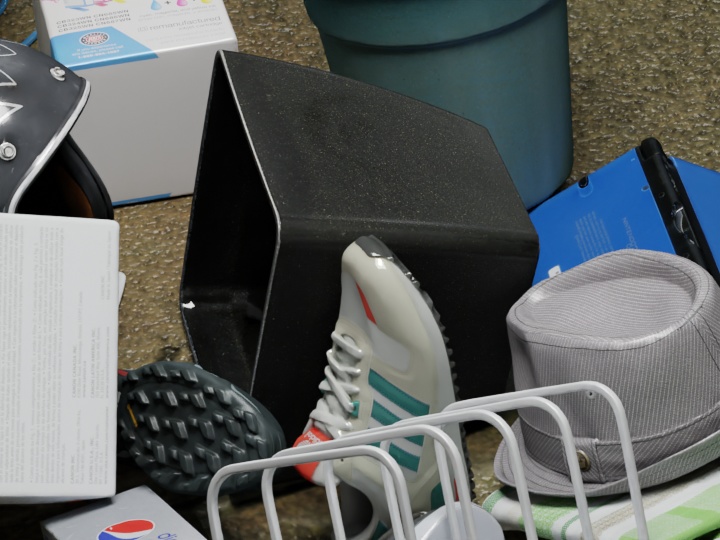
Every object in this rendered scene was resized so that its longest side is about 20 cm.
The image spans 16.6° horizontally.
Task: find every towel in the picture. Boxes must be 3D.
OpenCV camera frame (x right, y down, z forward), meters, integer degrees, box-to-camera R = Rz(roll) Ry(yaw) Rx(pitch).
[{"bbox_3d":[0.173,0.126,1.393,0.149,0.031,0.200,-25,13,-22],"label":"towel"}]

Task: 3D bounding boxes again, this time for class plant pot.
[{"bbox_3d":[0.000,0.000,1.521,0.177,0.200,0.200,1,35,-16],"label":"plant pot"},{"bbox_3d":[0.060,-0.148,1.672,0.200,0.196,0.200,-8,31,5],"label":"plant pot"}]

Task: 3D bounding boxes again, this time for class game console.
[{"bbox_3d":[0.212,0.018,1.611,0.171,0.118,0.200,-31,35,14],"label":"game console"}]

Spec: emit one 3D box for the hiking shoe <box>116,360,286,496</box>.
[{"bbox_3d":[-0.103,0.088,1.443,0.087,0.075,0.200,8,2,-45],"label":"hiking shoe"}]

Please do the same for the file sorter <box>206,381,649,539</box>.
[{"bbox_3d":[0.037,0.137,1.241,0.139,0.125,0.200,-12,-1,40],"label":"file sorter"}]

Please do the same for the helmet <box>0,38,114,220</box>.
[{"bbox_3d":[-0.246,-0.045,1.504,0.200,0.191,0.200,-15,25,8],"label":"helmet"}]

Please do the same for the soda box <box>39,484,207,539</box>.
[{"bbox_3d":[-0.109,0.180,1.327,0.068,0.064,0.200,-18,18,-20],"label":"soda box"}]

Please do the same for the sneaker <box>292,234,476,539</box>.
[{"bbox_3d":[0.003,0.079,1.401,0.093,0.200,0.070,-22,33,-15],"label":"sneaker"}]

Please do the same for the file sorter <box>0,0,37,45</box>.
[{"bbox_3d":[-0.347,-0.236,1.887,0.200,0.123,0.139,15,41,23],"label":"file sorter"}]

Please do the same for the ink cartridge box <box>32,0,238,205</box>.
[{"bbox_3d":[-0.165,-0.157,1.771,0.128,0.125,0.200,-10,39,-10],"label":"ink cartridge box"}]

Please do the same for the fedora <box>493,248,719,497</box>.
[{"bbox_3d":[0.148,0.048,1.419,0.177,0.090,0.200,-38,23,-25],"label":"fedora"}]

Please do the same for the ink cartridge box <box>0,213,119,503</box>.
[{"bbox_3d":[-0.233,0.048,1.372,0.200,0.163,0.050,3,-7,-26],"label":"ink cartridge box"}]

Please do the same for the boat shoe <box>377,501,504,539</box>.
[{"bbox_3d":[-0.001,0.200,1.358,0.200,0.069,0.057,-38,14,-28],"label":"boat shoe"}]

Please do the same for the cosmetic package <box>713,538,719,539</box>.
[{"bbox_3d":[0.147,0.269,1.138,0.167,0.200,0.166,-20,42,-22],"label":"cosmetic package"}]

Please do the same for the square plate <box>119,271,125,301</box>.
[{"bbox_3d":[-0.265,0.051,1.587,0.198,0.028,0.200,1,38,6],"label":"square plate"}]
